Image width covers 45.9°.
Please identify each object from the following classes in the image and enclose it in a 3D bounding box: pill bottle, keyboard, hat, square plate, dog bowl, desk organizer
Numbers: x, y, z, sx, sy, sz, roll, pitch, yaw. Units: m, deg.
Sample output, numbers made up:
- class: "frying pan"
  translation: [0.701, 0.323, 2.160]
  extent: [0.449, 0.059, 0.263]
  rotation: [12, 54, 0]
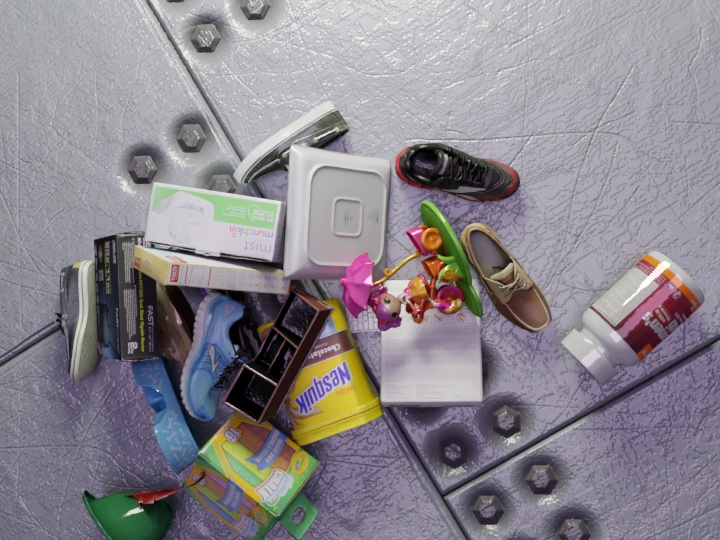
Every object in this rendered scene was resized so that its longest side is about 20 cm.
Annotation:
- class: "pill bottle"
  translation: [0.408, 0.074, 1.284]
  extent: [0.200, 0.110, 0.110]
  rotation: [-44, 86, 5]
- class: "keyboard"
  translation: [0.000, 0.000, 1.381]
  extent: [0.056, 0.011, 0.200]
  rotation: [-4, 90, 7]
- class: "hat"
  translation: [-0.322, 0.371, 1.366]
  extent: [0.176, 0.200, 0.166]
  rotation: [-40, 130, -14]
- class: "square plate"
  translation: [-0.027, -0.083, 1.309]
  extent: [0.028, 0.198, 0.200]
  rotation: [5, 92, 51]
- class: "dog bowl"
  translation: [-0.306, 0.224, 1.358]
  extent: [0.050, 0.112, 0.200]
  rotation: [-25, 65, -8]
- class: "desk organizer"
  translation: [-0.124, 0.128, 1.283]
  extent: [0.072, 0.077, 0.200]
  rotation: [29, 95, 11]

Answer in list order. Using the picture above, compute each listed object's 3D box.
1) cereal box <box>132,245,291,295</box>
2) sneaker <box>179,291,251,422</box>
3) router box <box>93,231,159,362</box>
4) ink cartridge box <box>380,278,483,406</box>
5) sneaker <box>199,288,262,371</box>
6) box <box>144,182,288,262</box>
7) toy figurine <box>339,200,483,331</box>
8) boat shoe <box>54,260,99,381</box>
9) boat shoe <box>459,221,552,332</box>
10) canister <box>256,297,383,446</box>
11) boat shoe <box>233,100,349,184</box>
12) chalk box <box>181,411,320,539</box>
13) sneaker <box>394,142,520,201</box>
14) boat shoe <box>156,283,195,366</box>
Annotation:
- class: "cereal box"
  translation: [-0.224, 0.000, 1.275]
  extent: [0.200, 0.144, 0.040]
  rotation: [6, 97, -34]
- class: "sneaker"
  translation: [-0.215, 0.138, 1.295]
  extent: [0.090, 0.078, 0.200]
  rotation: [13, 96, 14]
- class: "router box"
  translation: [-0.375, 0.042, 1.353]
  extent: [0.062, 0.150, 0.200]
  rotation: [-3, 89, -31]
- class: "ink cartridge box"
  translation: [0.113, 0.117, 1.359]
  extent: [0.161, 0.050, 0.200]
  rotation: [-1, 71, 5]
- class: "sneaker"
  translation: [-0.232, 0.072, 1.380]
  extent: [0.083, 0.081, 0.200]
  rotation: [-29, 79, 28]
- class: "box"
  translation: [-0.207, -0.069, 1.321]
  extent: [0.200, 0.176, 0.097]
  rotation: [10, 90, 7]
- class: "toy figurine"
  translation: [0.064, 0.023, 1.292]
  extent: [0.184, 0.150, 0.200]
  rotation: [-28, 102, -6]
- class: "boat shoe"
  translation: [-0.470, 0.083, 1.409]
  extent: [0.062, 0.075, 0.200]
  rotation: [-1, 86, 12]
- class: "boat shoe"
  translation: [0.221, 0.012, 1.323]
  extent: [0.076, 0.074, 0.200]
  rotation: [-39, 86, 6]
- class: "canister"
  translation: [-0.067, 0.159, 1.354]
  extent: [0.148, 0.087, 0.200]
  rotation: [-21, 86, 9]
- class: "boat shoe"
  translation: [-0.111, -0.191, 1.362]
  extent: [0.200, 0.071, 0.064]
  rotation: [-35, 86, 4]
- class: "chalk box"
  translation: [-0.155, 0.333, 1.325]
  extent: [0.200, 0.124, 0.124]
  rotation: [36, 135, 5]
- class: "sneaker"
  translation: [0.150, -0.152, 1.318]
  extent: [0.200, 0.098, 0.071]
  rotation: [13, 90, 5]
- class: "boat shoe"
  translation: [-0.294, 0.116, 1.392]
  extent: [0.064, 0.071, 0.200]
  rotation: [-30, 79, 13]
